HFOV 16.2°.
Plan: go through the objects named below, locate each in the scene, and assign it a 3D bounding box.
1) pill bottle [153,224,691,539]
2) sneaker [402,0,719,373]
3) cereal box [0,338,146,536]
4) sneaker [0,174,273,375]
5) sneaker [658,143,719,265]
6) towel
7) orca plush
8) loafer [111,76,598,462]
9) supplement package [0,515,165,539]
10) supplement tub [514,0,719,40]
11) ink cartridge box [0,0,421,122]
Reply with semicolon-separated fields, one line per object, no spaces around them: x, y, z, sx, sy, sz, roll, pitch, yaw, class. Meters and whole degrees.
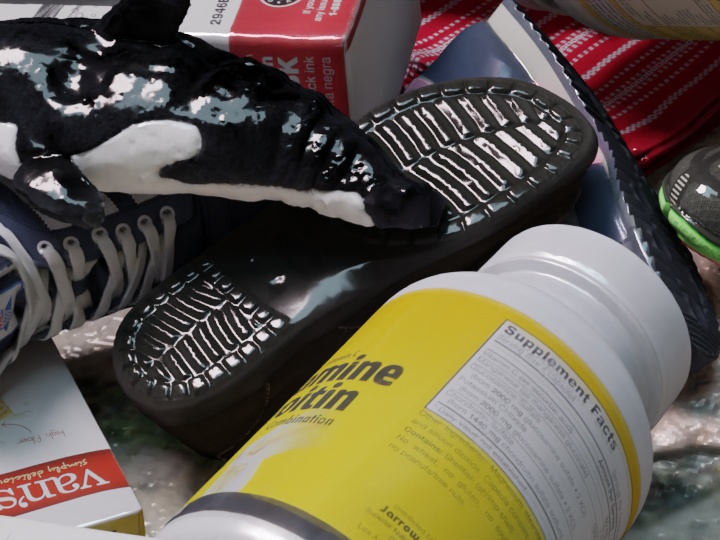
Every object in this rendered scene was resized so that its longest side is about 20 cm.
0.026;0.071;0.820;0.112;0.112;0.200;19;43;28;pill bottle
0.073;-0.019;0.990;0.082;0.070;0.200;-36;44;11;sneaker
-0.175;0.059;0.918;0.143;0.040;0.200;-15;37;-18;cereal box
-0.105;-0.001;0.911;0.199;0.070;0.109;-3;31;-10;sneaker
0.204;-0.054;0.980;0.199;0.084;0.077;-16;44;-18;sneaker
0.089;-0.106;1.121;0.200;0.023;0.144;28;47;36;towel
-0.067;-0.063;0.880;0.200;0.071;0.105;21;36;26;orca plush
0.000;0.000;0.930;0.200;0.071;0.073;-31;55;-11;loafer
-0.157;0.144;0.743;0.199;0.117;0.117;7;39;15;supplement package
0.147;-0.162;0.990;0.200;0.146;0.145;7;35;46;supplement tub
-0.086;-0.101;1.025;0.199;0.084;0.144;2;38;11;ink cartridge box
